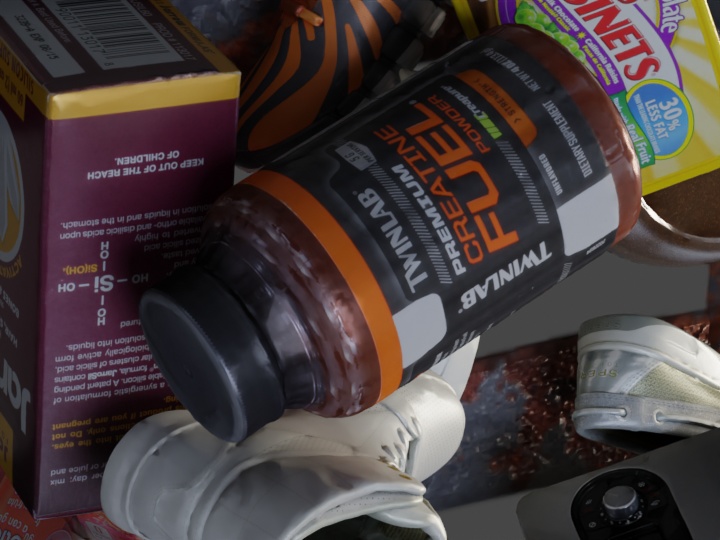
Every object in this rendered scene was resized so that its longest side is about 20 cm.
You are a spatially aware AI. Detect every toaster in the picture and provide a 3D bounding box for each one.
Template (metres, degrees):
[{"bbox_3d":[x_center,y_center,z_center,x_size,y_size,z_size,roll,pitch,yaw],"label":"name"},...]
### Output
[{"bbox_3d":[0.185,0.180,1.410,0.181,0.119,0.200,-18,126,-1],"label":"toaster"}]

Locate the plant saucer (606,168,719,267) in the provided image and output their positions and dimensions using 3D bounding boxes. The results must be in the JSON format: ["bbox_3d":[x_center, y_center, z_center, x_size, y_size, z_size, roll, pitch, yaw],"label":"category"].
[{"bbox_3d":[0.182,-0.085,1.405,0.200,0.032,0.201,-14,123,-22],"label":"plant saucer"}]

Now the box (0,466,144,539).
[{"bbox_3d":[-0.094,0.172,1.342,0.200,0.095,0.103,29,101,-36],"label":"box"}]

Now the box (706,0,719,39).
[{"bbox_3d":[0.141,-0.218,1.264,0.200,0.046,0.159,46,70,-38],"label":"box"}]

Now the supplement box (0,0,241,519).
[{"bbox_3d":[-0.114,-0.011,1.236,0.086,0.110,0.200,-8,120,-24],"label":"supplement box"}]

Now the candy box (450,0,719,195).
[{"bbox_3d":[0.098,-0.105,1.249,0.102,0.026,0.200,-22,135,6],"label":"candy box"}]

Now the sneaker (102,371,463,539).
[{"bbox_3d":[0.001,0.096,1.224,0.200,0.115,0.074,-13,120,-47],"label":"sneaker"}]

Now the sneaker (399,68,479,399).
[{"bbox_3d":[0.000,0.000,1.334,0.115,0.074,0.200,13,100,-31],"label":"sneaker"}]

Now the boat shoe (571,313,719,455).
[{"bbox_3d":[0.183,0.089,1.464,0.202,0.074,0.065,32,61,-34],"label":"boat shoe"}]

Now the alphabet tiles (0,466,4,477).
[{"bbox_3d":[-0.131,0.151,1.380,0.200,0.015,0.196,-28,126,-12],"label":"alphabet tiles"}]

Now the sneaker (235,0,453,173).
[{"bbox_3d":[-0.011,-0.142,1.249,0.200,0.078,0.112,-49,125,-9],"label":"sneaker"}]

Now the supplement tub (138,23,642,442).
[{"bbox_3d":[0.010,-0.011,1.179,0.200,0.107,0.107,-33,128,-22],"label":"supplement tub"}]
